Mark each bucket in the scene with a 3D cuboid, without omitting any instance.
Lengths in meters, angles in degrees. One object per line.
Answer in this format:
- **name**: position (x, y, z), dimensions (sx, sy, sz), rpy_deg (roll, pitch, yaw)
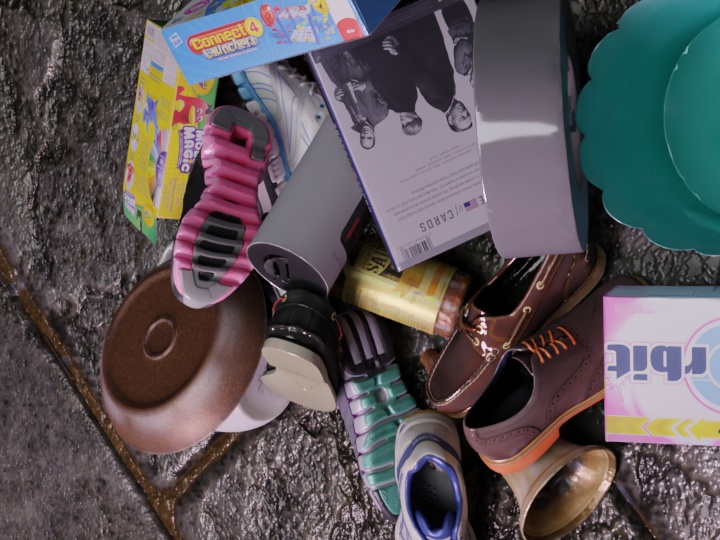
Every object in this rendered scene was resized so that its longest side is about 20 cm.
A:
- **bucket**: position (0.278, -0.115, 1.129), dimensions (0.206, 0.134, 0.209), rpy_deg (5, 100, 34)

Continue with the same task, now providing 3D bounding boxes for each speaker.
- **speaker**: position (-0.020, -0.074, 1.312), dimensions (0.081, 0.201, 0.081), rpy_deg (23, 153, 13)

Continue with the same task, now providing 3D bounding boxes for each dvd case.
- **dvd case**: position (0.058, -0.120, 1.270), dimensions (0.149, 0.025, 0.201), rpy_deg (-24, 99, -8)

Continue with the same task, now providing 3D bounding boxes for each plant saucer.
- **plant saucer**: position (-0.174, 0.067, 1.396), dimensions (0.199, 0.037, 0.202), rpy_deg (-18, 59, 32)

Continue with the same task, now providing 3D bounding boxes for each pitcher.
- **pitcher**: position (-0.149, 0.061, 1.483), dimensions (0.199, 0.121, 0.173), rpy_deg (14, 89, 45)

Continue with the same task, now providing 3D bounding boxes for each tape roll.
- **tape roll**: position (0.134, -0.111, 1.168), dimensions (0.066, 0.200, 0.202), rpy_deg (-5, 94, 12)

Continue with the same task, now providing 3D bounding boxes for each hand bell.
- **hand bell**: position (0.118, 0.134, 1.325), dimensions (0.200, 0.104, 0.105), rpy_deg (44, 119, 37)

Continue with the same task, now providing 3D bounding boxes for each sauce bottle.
- **sauce bottle**: position (0.000, 0.000, 1.350), dimensions (0.199, 0.066, 0.066), rpy_deg (19, 109, 7)

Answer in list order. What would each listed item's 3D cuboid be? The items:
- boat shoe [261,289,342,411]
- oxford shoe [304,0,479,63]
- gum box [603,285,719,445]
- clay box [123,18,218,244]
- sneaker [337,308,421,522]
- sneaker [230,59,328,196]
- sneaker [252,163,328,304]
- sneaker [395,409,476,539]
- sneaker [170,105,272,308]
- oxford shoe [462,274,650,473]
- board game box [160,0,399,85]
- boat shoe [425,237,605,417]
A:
- **boat shoe**: position (-0.048, 0.076, 1.342), dimensions (0.073, 0.202, 0.063), rpy_deg (18, 70, 6)
- **oxford shoe**: position (0.048, -0.227, 1.325), dimensions (0.199, 0.071, 0.072), rpy_deg (-12, 108, 20)
- **gum box**: position (0.289, 0.072, 1.163), dimensions (0.198, 0.066, 0.114), rpy_deg (0, 98, 19)
- **clay box**: position (-0.187, -0.135, 1.487), dimensions (0.115, 0.047, 0.202), rpy_deg (38, 122, 58)
- **sneaker**: position (0.012, 0.132, 1.412), dimensions (0.087, 0.074, 0.202), rpy_deg (-1, 104, 67)
- **sneaker**: position (-0.058, -0.158, 1.413), dimensions (0.086, 0.075, 0.201), rpy_deg (-25, 87, 25)
- **sneaker**: position (-0.092, -0.034, 1.443), dimensions (0.079, 0.078, 0.201), rpy_deg (-27, 70, 30)
- **sneaker**: position (0.063, 0.228, 1.336), dimensions (0.075, 0.088, 0.201), rpy_deg (-10, 109, 5)
- **sneaker**: position (-0.133, -0.046, 1.357), dimensions (0.095, 0.079, 0.201), rpy_deg (-40, 32, 51)
- **oxford shoe**: position (0.162, 0.075, 1.233), dimensions (0.200, 0.073, 0.071), rpy_deg (-49, 48, -6)
- **board game box**: position (-0.040, -0.249, 1.299), dimensions (0.195, 0.200, 0.056), rpy_deg (-10, 120, 36)
- **boat shoe**: position (0.117, 0.038, 1.281), dimensions (0.200, 0.070, 0.070), rpy_deg (-51, 44, 14)
